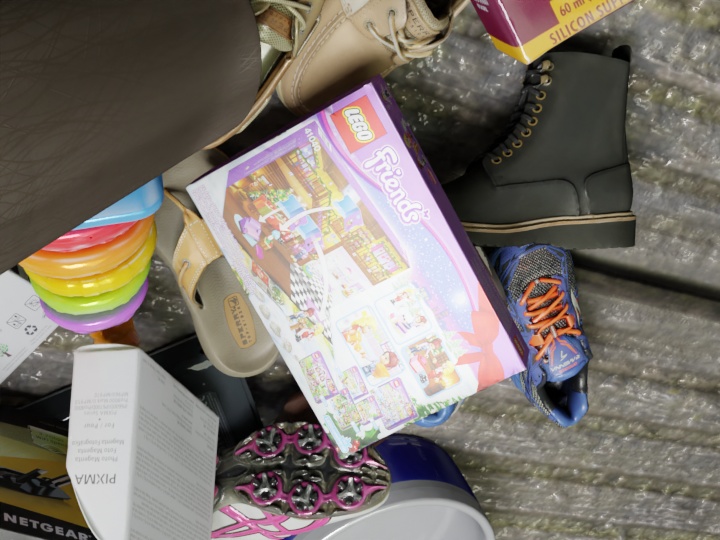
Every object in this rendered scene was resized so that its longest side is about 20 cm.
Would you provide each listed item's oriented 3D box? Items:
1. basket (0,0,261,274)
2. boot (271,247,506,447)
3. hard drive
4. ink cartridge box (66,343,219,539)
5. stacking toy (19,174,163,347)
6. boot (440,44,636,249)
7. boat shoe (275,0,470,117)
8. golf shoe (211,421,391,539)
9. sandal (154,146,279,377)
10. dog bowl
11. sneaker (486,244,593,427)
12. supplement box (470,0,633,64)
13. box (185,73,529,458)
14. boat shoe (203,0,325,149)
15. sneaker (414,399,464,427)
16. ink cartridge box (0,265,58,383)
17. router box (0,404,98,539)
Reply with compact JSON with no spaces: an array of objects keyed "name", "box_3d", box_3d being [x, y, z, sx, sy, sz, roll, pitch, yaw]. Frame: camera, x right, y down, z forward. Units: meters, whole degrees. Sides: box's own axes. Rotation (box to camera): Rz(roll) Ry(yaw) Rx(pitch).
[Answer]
[{"name":"basket","box_3d":[-0.159,-0.099,0.698,0.199,0.181,0.136,-27,170,-41]},{"name":"boot","box_3d":[0.011,0.062,1.013,0.198,0.064,0.188,-27,130,-8]},{"name":"hard drive","box_3d":[-0.172,0.132,1.020,0.198,0.033,0.140,-22,134,-7]},{"name":"ink cartridge box","box_3d":[-0.138,0.166,0.869,0.056,0.202,0.163,0,159,13]},{"name":"stacking toy","box_3d":[-0.167,-0.006,0.854,0.108,0.117,0.201,-8,136,-5]},{"name":"boot","box_3d":[0.096,-0.086,0.924,0.198,0.077,0.140,-1,94,-28]},{"name":"boat shoe","box_3d":[0.023,-0.165,0.841,0.071,0.065,0.200,28,112,-39]},{"name":"golf shoe","box_3d":[-0.070,0.159,0.997,0.197,0.073,0.092,-5,148,15]},{"name":"sandal","box_3d":[-0.097,-0.004,0.915,0.080,0.054,0.202,-24,121,-7]},{"name":"dog bowl","box_3d":[0.010,0.237,1.163,0.198,0.079,0.202,-13,131,-15]},{"name":"sneaker","box_3d":[0.148,0.044,1.066,0.075,0.079,0.201,-26,134,-4]},{"name":"supplement box","box_3d":[0.083,-0.230,0.745,0.110,0.086,0.201,-30,106,2]},{"name":"box","box_3d":[0.000,0.000,0.856,0.136,0.039,0.201,-26,99,16]},{"name":"boat shoe","box_3d":[-0.052,-0.155,0.803,0.075,0.074,0.201,19,118,-26]},{"name":"sneaker","box_3d":[0.006,0.024,0.929,0.077,0.085,0.200,-40,97,10]},{"name":"ink cartridge box","box_3d":[-0.285,0.004,0.856,0.099,0.039,0.200,-41,134,12]},{"name":"router box","box_3d":[-0.266,0.131,0.863,0.198,0.157,0.053,21,106,-26]}]
